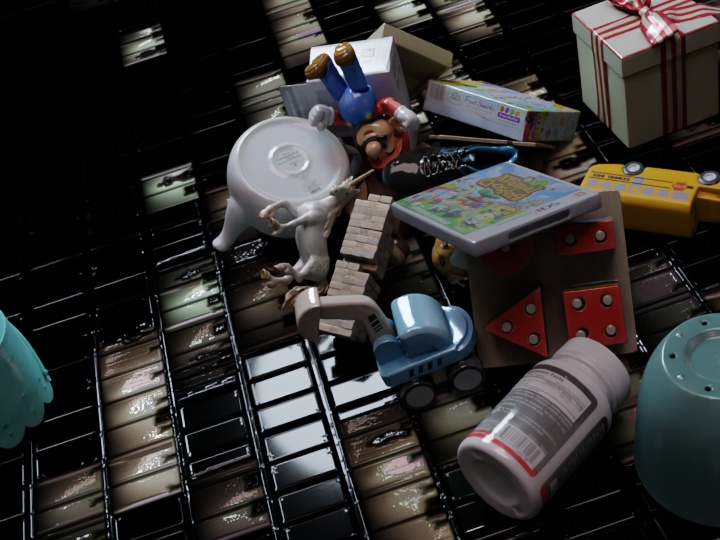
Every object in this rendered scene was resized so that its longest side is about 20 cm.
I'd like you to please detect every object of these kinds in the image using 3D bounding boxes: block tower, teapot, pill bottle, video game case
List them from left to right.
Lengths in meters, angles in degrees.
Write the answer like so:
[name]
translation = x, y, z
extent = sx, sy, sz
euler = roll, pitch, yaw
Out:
[teapot]
translation = -0.106, -0.122, 1.782
extent = 0.197, 0.147, 0.199
euler = 10, 55, 0
[block tower]
translation = 0.000, 0.000, 1.616
extent = 0.053, 0.058, 0.202
euler = 10, 71, 24
[video game case]
translation = 0.161, -0.079, 1.449
extent = 0.180, 0.022, 0.200
euler = -21, 24, -21
[pill bottle]
translation = 0.212, 0.175, 1.355
extent = 0.113, 0.115, 0.200
euler = 25, 54, 38

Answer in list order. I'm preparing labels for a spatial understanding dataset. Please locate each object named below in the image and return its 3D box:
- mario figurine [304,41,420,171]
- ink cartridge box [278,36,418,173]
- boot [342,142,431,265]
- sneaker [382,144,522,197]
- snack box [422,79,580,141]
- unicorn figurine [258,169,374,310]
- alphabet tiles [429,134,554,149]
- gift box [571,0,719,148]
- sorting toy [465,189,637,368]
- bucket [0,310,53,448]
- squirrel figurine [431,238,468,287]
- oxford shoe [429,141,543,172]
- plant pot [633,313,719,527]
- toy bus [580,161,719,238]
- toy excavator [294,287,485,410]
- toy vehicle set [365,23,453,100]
[mario figurine]
translation = 0.003, -0.219, 1.711
extent = 0.106, 0.201, 0.123
euler = -45, 24, -20
[ink cartridge box]
translation = -0.015, -0.248, 1.840
extent = 0.173, 0.201, 0.085
euler = -4, 49, 13
[boot]
translation = 0.068, -0.104, 1.733
extent = 0.166, 0.073, 0.200
euler = -38, 34, -1
[sneaker]
translation = 0.128, -0.149, 1.670
extent = 0.197, 0.082, 0.074
euler = -6, 76, 0
[snack box]
translation = 0.215, -0.247, 1.837
extent = 0.199, 0.054, 0.141
euler = 26, 23, 38
[unicorn figurine]
translation = -0.070, -0.053, 1.661
extent = 0.136, 0.202, 0.074
euler = -7, 27, -33
[alphabet tiles]
translation = 0.187, -0.189, 1.752
extent = 0.165, 0.008, 0.200
euler = 7, 6, 18
[gift box]
translation = 0.439, -0.331, 1.802
extent = 0.198, 0.188, 0.185
euler = -25, 41, -10
[sorting toy]
translation = 0.230, 0.014, 1.463
extent = 0.196, 0.203, 0.070
euler = -7, 5, 11
[bucket]
translation = -0.536, 0.148, 1.618
extent = 0.205, 0.136, 0.208
euler = -10, 40, 8
[squirrel figurine]
translation = 0.196, -0.037, 1.611
extent = 0.185, 0.143, 0.200
euler = -11, 16, 29
[oxford shoe]
translation = 0.186, -0.156, 1.793
extent = 0.199, 0.074, 0.084
euler = 15, 23, 37
[plant pot]
translation = 0.391, 0.145, 1.292
extent = 0.198, 0.162, 0.202
euler = -10, 39, 8
[toy bus]
translation = 0.405, -0.096, 1.638
extent = 0.198, 0.066, 0.079
euler = 11, 47, 28
[toy excavator]
translation = 0.037, 0.073, 1.463
extent = 0.193, 0.201, 0.100
euler = -21, 39, 7
[toy vehicle set]
translation = 0.043, -0.312, 1.889
extent = 0.200, 0.123, 0.027
euler = -32, 44, 57
